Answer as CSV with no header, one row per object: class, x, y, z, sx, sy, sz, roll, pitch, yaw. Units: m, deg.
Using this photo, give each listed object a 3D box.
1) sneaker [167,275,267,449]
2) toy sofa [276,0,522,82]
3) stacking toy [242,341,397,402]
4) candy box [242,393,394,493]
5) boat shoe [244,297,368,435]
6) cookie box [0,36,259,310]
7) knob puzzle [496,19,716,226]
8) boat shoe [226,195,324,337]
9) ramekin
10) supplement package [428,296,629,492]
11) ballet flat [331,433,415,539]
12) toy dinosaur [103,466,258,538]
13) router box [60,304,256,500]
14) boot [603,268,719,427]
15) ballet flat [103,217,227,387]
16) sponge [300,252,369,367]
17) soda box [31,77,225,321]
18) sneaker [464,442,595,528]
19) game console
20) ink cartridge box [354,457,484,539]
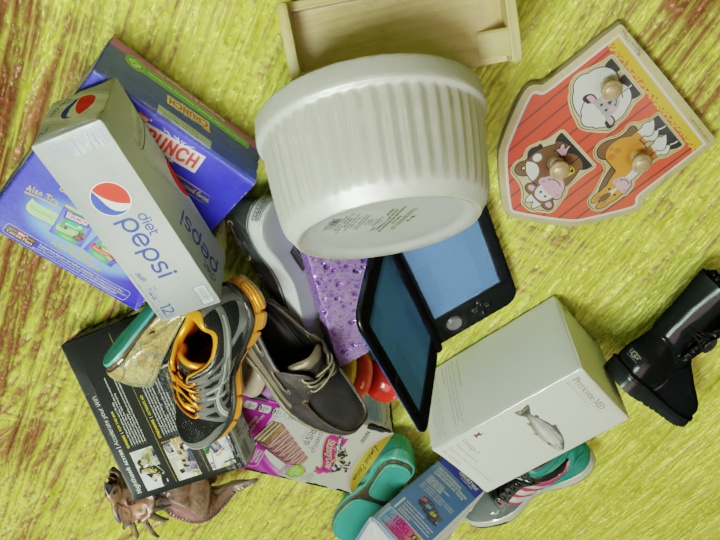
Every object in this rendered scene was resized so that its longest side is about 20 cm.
sneaker,-0.157,0.097,0.782,0.078,0.077,0.203,31,120,25
toy sofa,0.032,-0.201,0.669,0.196,0.098,0.084,-11,105,5
stacking toy,-0.036,0.117,0.919,0.197,0.086,0.086,12,128,-19
candy box,-0.074,0.199,0.992,0.197,0.061,0.137,16,127,-17
boat shoe,-0.064,0.103,0.827,0.200,0.075,0.073,43,157,-15
cookie box,-0.218,-0.082,0.741,0.170,0.076,0.200,35,120,-28
knob puzzle,0.221,-0.112,0.777,0.215,0.031,0.222,-2,130,-2
boat shoe,-0.079,-0.005,0.829,0.056,0.069,0.201,14,146,31
ramekin,0.015,-0.083,0.661,0.196,0.107,0.200,-9,167,-2
supplement package,0.187,0.148,0.933,0.199,0.118,0.117,-35,123,22
ballet flat,0.020,0.288,1.067,0.067,0.071,0.201,24,128,-9
toy dinosaur,-0.233,0.282,1.001,0.198,0.137,0.086,23,125,-22
router box,-0.223,0.142,0.889,0.147,0.051,0.203,-19,101,11
boot,0.392,0.092,0.925,0.168,0.077,0.199,-46,135,17
ballet flat,-0.181,0.035,0.807,0.070,0.071,0.201,35,94,-29
sponge,0.000,0.000,0.828,0.110,0.030,0.202,-25,131,-15
soda box,-0.187,-0.054,0.673,0.062,0.069,0.201,-17,129,11
sneaker,0.203,0.264,1.049,0.198,0.084,0.121,-33,130,12
game console,0.085,0.034,0.801,0.169,0.119,0.201,-29,133,0
ink cartridge box,0.077,0.333,1.043,0.199,0.076,0.137,-23,149,-44
